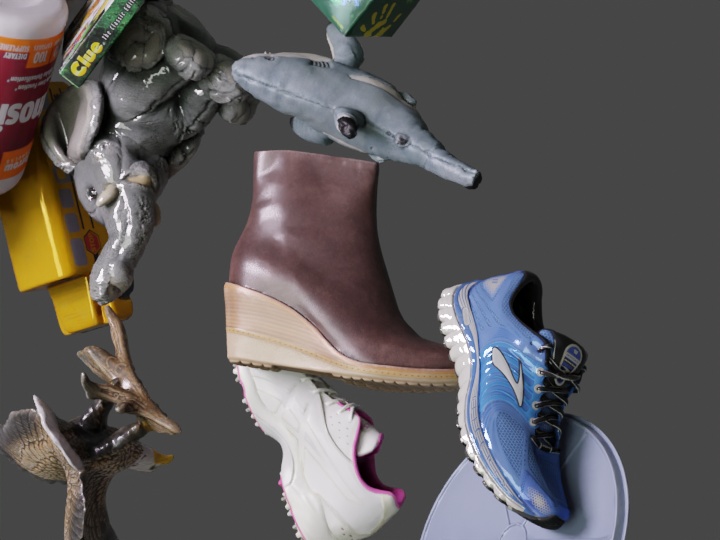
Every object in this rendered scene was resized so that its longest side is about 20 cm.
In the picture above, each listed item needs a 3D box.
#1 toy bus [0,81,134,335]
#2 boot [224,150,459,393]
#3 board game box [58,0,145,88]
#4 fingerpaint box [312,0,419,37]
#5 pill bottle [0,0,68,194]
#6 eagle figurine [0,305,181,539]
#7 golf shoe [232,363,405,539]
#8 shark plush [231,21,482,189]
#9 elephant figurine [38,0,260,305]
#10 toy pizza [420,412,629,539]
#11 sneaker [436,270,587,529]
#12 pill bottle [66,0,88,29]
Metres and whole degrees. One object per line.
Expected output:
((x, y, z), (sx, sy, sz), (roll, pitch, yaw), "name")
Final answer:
((-0.248, -0.049, 1.702), (0.065, 0.078, 0.202), (-16, 87, 32), "toy bus")
((0.000, 0.000, 1.556), (0.198, 0.072, 0.168), (9, 82, 7), "boot")
((-0.188, -0.200, 1.580), (0.023, 0.200, 0.105), (38, 97, -15), "board game box")
((-0.010, -0.298, 1.527), (0.200, 0.073, 0.167), (49, 117, 17), "fingerpaint box")
((-0.300, -0.130, 1.607), (0.113, 0.113, 0.201), (35, 121, 24), "pill bottle")
((-0.219, 0.159, 1.676), (0.150, 0.152, 0.200), (31, 122, -14), "eagle figurine")
((-0.031, 0.113, 1.598), (0.091, 0.075, 0.201), (-24, 88, 19), "golf shoe")
((-0.002, -0.101, 1.538), (0.200, 0.083, 0.091), (43, 112, 20), "shark plush")
((-0.179, -0.101, 1.615), (0.141, 0.155, 0.201), (35, 105, 2), "elephant figurine")
((0.117, 0.197, 1.485), (0.200, 0.032, 0.201), (-31, 43, 34), "toy pizza")
((0.116, 0.084, 1.468), (0.089, 0.078, 0.201), (-25, 59, 22), "sneaker")
((-0.302, -0.281, 1.691), (0.111, 0.111, 0.201), (-42, 74, 28), "pill bottle")
